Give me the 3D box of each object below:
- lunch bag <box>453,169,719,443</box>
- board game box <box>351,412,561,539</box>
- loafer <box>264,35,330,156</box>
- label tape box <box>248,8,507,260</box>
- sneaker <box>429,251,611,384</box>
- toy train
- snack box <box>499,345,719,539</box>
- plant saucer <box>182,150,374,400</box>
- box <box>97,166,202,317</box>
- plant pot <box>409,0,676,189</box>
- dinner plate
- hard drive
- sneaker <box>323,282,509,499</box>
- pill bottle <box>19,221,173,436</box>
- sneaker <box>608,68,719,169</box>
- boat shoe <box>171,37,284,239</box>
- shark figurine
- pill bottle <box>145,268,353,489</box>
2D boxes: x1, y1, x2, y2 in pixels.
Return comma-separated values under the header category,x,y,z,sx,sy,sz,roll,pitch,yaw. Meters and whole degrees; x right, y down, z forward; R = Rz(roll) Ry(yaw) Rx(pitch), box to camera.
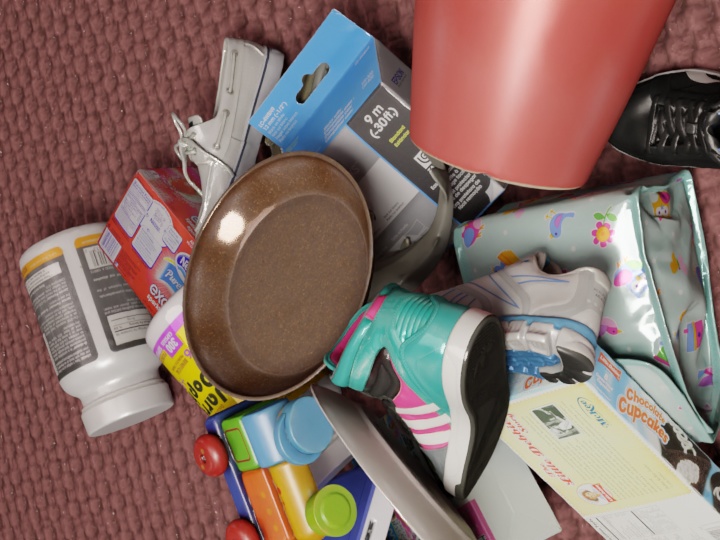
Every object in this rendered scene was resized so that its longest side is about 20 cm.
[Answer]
category,x,y,z,sx,sy,sz,roll,pitch,yaw
lunch bag,0.180,0.040,1.003,0.169,0.121,0.203,-8,97,38
board game box,0.071,0.181,1.089,0.149,0.064,0.200,63,157,14
loafer,-0.055,-0.128,1.190,0.069,0.075,0.202,28,113,27
label tape box,0.009,-0.097,1.099,0.199,0.066,0.143,39,123,-8
sneaker,0.106,0.028,0.952,0.199,0.075,0.087,3,59,50
toy train,-0.043,0.193,1.004,0.115,0.084,0.202,-20,91,52
snack box,0.191,0.142,0.980,0.200,0.037,0.116,44,141,-19
plant saucer,-0.059,0.006,1.039,0.199,0.036,0.203,-15,66,36
box,-0.151,0.001,1.272,0.200,0.095,0.100,48,121,22
plant pot,0.122,-0.167,0.967,0.199,0.199,0.179,27,113,32
dinner plate,0.034,0.154,0.956,0.024,0.200,0.200,-41,68,0
hard drive,-0.029,0.239,1.119,0.200,0.025,0.133,-39,30,60
sneaker,0.035,0.080,0.924,0.120,0.084,0.201,23,146,23
pill bottle,-0.271,0.061,1.361,0.116,0.116,0.202,-28,79,37
sneaker,0.245,-0.107,0.933,0.198,0.111,0.074,8,101,37
boat shoe,-0.136,-0.121,1.203,0.075,0.085,0.205,171,116,-73
shark figurine,0.021,0.001,1.064,0.214,0.090,0.128,-35,105,34
pill bottle,-0.086,0.097,1.128,0.200,0.104,0.104,47,122,9
